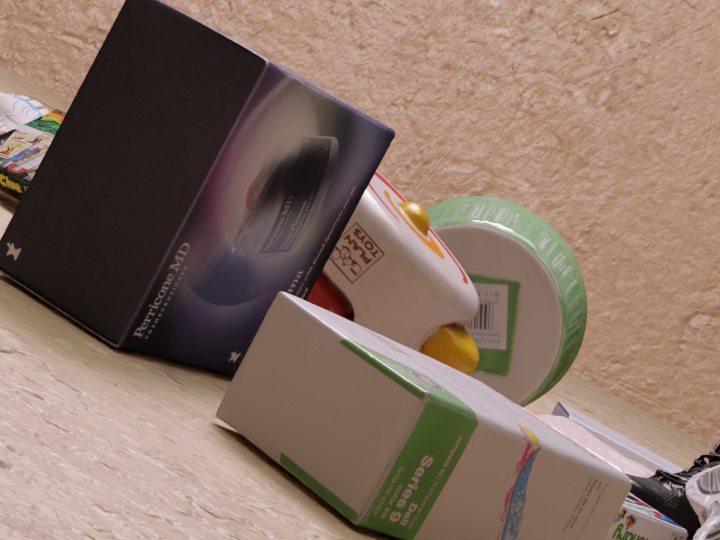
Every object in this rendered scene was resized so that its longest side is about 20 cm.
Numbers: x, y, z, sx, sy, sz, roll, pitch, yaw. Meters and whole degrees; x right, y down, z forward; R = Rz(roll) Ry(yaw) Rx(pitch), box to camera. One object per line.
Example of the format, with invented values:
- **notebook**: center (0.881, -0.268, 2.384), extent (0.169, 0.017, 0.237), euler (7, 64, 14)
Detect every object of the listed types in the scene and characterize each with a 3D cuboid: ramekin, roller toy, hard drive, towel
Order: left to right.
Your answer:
- **roller toy**: center (0.000, 0.000, 1.663), extent (0.182, 0.140, 0.200), euler (41, 11, -37)
- **ramekin**: center (0.098, 0.038, 1.854), extent (0.199, 0.201, 0.098), euler (28, 10, 5)
- **towel**: center (0.258, 0.199, 2.129), extent (0.190, 0.032, 0.200), euler (29, 2, 14)
- **hard drive**: center (0.315, 0.215, 2.419), extent (0.199, 0.027, 0.132), euler (28, 3, -2)

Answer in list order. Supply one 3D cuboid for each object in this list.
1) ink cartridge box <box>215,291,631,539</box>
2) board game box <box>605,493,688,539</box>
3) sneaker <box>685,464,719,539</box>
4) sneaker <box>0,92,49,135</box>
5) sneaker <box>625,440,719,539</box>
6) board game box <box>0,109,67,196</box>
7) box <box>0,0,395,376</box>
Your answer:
- **ink cartridge box**: center (0.039, 0.103, 1.220), extent (0.199, 0.088, 0.145), euler (23, 6, -44)
- **board game box**: center (0.155, 0.169, 1.644), extent (0.200, 0.035, 0.126), euler (25, 5, -47)
- **sneaker**: center (0.311, 0.231, 1.682), extent (0.200, 0.077, 0.100), euler (-69, 138, -69)
- **sneaker**: center (-0.299, -0.107, 1.825), extent (0.199, 0.075, 0.086), euler (30, 9, 35)
- **sneaker**: center (0.294, 0.189, 1.854), extent (0.199, 0.115, 0.076), euler (24, 3, -35)
- **board game box**: center (-0.222, -0.082, 1.698), extent (0.199, 0.024, 0.105), euler (20, 36, 40)
- **box**: center (-0.104, -0.048, 1.368), extent (0.123, 0.201, 0.198), euler (30, 4, 27)
